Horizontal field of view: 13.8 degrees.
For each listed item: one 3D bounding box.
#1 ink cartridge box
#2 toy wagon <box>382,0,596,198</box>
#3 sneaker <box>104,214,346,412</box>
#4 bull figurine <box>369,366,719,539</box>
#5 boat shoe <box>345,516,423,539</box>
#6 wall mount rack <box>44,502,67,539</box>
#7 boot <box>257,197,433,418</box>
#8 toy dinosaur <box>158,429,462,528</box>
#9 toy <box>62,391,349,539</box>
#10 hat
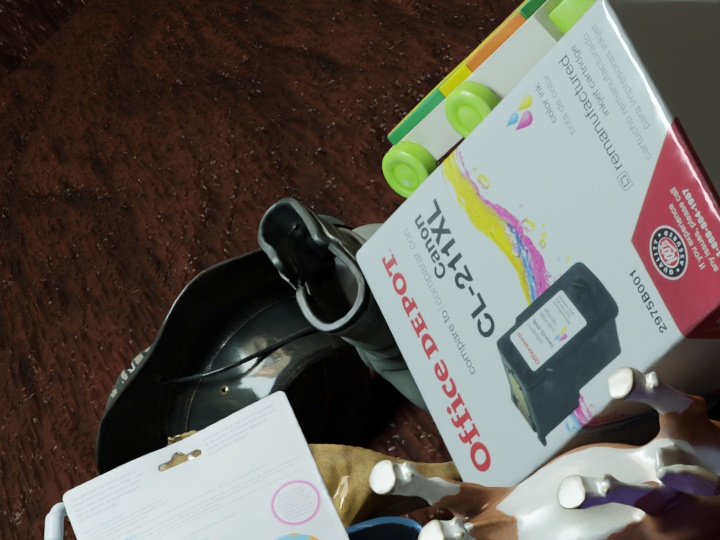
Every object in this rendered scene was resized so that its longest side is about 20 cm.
[{"bbox_3d":[0.105,-0.003,1.301,0.082,0.146,0.200,-5,-31,-42],"label":"ink cartridge box"},{"bbox_3d":[0.090,-0.120,1.613,0.155,0.040,0.200,-46,2,-39],"label":"toy wagon"},{"bbox_3d":[-0.066,0.063,1.761,0.200,0.090,0.078,-42,60,-10],"label":"sneaker"},{"bbox_3d":[0.079,0.108,1.238,0.199,0.121,0.065,-28,54,24],"label":"bull figurine"},{"bbox_3d":[-0.051,0.183,1.393,0.200,0.084,0.069,-37,29,15],"label":"boat shoe"},{"bbox_3d":[-0.104,0.189,1.537,0.200,0.074,0.175,-28,59,43],"label":"wall mount rack"},{"bbox_3d":[0.000,0.000,1.468,0.068,0.130,0.200,-49,31,5],"label":"boot"},{"bbox_3d":[0.002,0.111,1.460,0.060,0.198,0.107,164,107,-81],"label":"toy dinosaur"},{"bbox_3d":[-0.048,0.164,1.338,0.115,0.047,0.201,-25,53,-1],"label":"toy"},{"bbox_3d":[-0.046,0.075,1.640,0.200,0.201,0.081,-43,60,-3],"label":"hat"}]
